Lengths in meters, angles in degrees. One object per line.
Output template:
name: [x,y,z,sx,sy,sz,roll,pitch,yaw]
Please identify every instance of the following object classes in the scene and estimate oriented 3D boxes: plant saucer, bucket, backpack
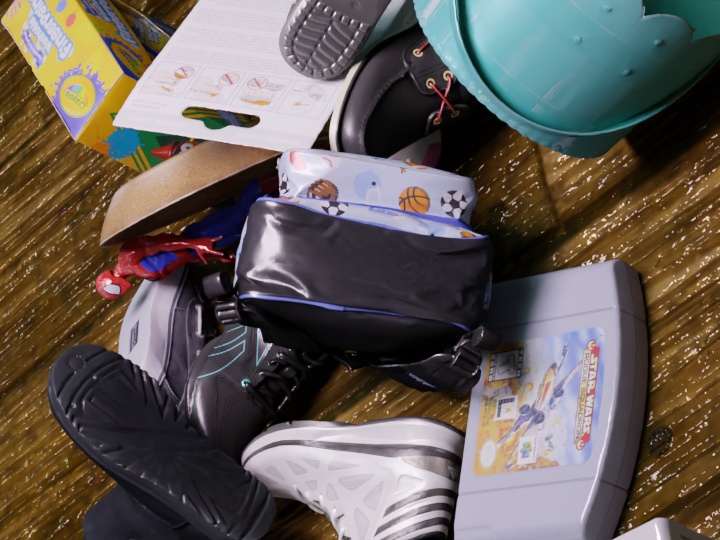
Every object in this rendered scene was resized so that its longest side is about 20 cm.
plant saucer: [-0.116,-0.075,1.876,0.200,0.200,0.035,-26,88,37]
bucket: [0.144,-0.183,1.639,0.135,0.207,0.207,-49,41,28]
backpack: [0.000,0.000,1.692,0.191,0.200,0.154,106,178,-75]

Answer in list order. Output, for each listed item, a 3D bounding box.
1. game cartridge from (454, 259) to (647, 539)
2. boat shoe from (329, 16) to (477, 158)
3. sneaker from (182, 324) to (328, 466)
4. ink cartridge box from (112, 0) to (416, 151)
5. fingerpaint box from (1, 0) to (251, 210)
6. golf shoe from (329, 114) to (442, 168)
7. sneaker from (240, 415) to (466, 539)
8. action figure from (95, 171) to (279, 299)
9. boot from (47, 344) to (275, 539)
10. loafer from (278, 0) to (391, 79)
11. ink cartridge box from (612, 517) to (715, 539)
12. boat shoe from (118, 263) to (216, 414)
game cartridge: [0.130,0.093,1.631,0.133,0.042,0.200,-16,59,47]
boat shoe: [0.049,-0.138,1.752,0.063,0.074,0.201,13,40,34]
sneaker: [-0.070,0.063,1.821,0.079,0.075,0.200,0,57,36]
ink cartridge box: [-0.065,-0.144,1.782,0.160,0.047,0.200,10,46,23]
fingerpaint box: [-0.184,-0.153,2.006,0.073,0.167,0.200,-52,40,14]
golf shoe: [-0.008,-0.132,1.860,0.075,0.091,0.200,-51,42,13]
sneaker: [-0.016,0.169,1.717,0.200,0.076,0.116,-10,61,42]
action figure: [-0.118,-0.026,1.897,0.200,0.065,0.052,-23,78,13]
boot: [-0.172,0.159,1.785,0.168,0.200,0.076,-42,10,51]
loafer: [0.009,-0.228,1.712,0.200,0.075,0.070,-49,18,15]
ink cartridge box: [0.163,0.272,1.457,0.146,0.084,0.200,-31,49,34]
boat shoe: [-0.147,0.053,1.934,0.072,0.068,0.200,-53,18,25]
